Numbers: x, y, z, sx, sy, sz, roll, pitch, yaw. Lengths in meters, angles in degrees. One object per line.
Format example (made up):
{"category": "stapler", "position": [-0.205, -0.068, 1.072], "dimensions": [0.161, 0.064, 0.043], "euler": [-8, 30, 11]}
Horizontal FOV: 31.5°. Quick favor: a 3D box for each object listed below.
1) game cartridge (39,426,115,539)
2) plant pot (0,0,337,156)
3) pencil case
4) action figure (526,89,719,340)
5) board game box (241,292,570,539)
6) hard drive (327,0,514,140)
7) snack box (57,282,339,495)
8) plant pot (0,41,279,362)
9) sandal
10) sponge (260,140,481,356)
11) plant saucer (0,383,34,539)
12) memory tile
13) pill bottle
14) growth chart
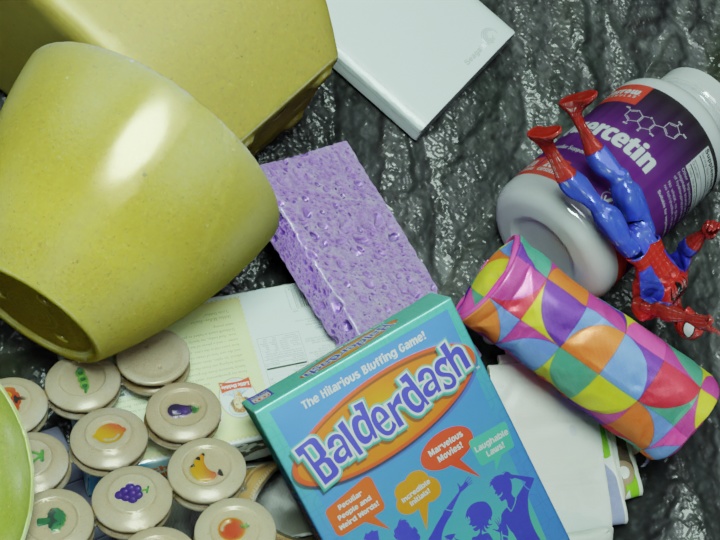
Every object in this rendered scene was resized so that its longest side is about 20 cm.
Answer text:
{"category": "game cartridge", "position": [-0.236, 0.178, 0.783], "dimensions": [0.200, 0.038, 0.130], "euler": [-15, 68, -56]}
{"category": "plant pot", "position": [-0.133, -0.167, 0.911], "dimensions": [0.200, 0.194, 0.195], "euler": [47, 66, 0]}
{"category": "pencil case", "position": [0.166, 0.058, 0.935], "dimensions": [0.200, 0.088, 0.089], "euler": [37, 66, -9]}
{"category": "action figure", "position": [0.204, -0.028, 0.882], "dimensions": [0.065, 0.099, 0.200], "euler": [-43, 113, -22]}
{"category": "board game box", "position": [0.034, 0.138, 0.854], "dimensions": [0.152, 0.045, 0.200], "euler": [-30, 100, -12]}
{"category": "hard drive", "position": [0.012, -0.217, 1.050], "dimensions": [0.200, 0.026, 0.132], "euler": [41, 66, 3]}
{"category": "snack box", "position": [-0.104, 0.078, 0.896], "dimensions": [0.199, 0.037, 0.116], "euler": [-10, 60, -17]}
{"category": "plant pot", "position": [-0.173, -0.026, 0.831], "dimensions": [0.200, 0.200, 0.142], "euler": [32, 63, -1]}
{"category": "sandal", "position": [-0.056, 0.168, 0.875], "dimensions": [0.199, 0.055, 0.082], "euler": [-3, 71, -9]}
{"category": "sponge", "position": [0.000, 0.000, 0.940], "dimensions": [0.111, 0.030, 0.200], "euler": [-20, 75, -50]}
{"category": "plant saucer", "position": [-0.285, 0.120, 0.712], "dimensions": [0.199, 0.031, 0.201], "euler": [14, 60, -24]}
{"category": "memory tile", "position": [-0.151, 0.124, 0.797], "dimensions": [0.153, 0.017, 0.200], "euler": [-16, 48, -21]}
{"category": "pill bottle", "position": [0.206, -0.074, 1.000], "dimensions": [0.200, 0.112, 0.112], "euler": [-41, 84, -23]}
{"category": "growth chart", "position": [0.154, 0.128, 0.957], "dimensions": [0.144, 0.018, 0.201], "euler": [8, 69, -22]}
